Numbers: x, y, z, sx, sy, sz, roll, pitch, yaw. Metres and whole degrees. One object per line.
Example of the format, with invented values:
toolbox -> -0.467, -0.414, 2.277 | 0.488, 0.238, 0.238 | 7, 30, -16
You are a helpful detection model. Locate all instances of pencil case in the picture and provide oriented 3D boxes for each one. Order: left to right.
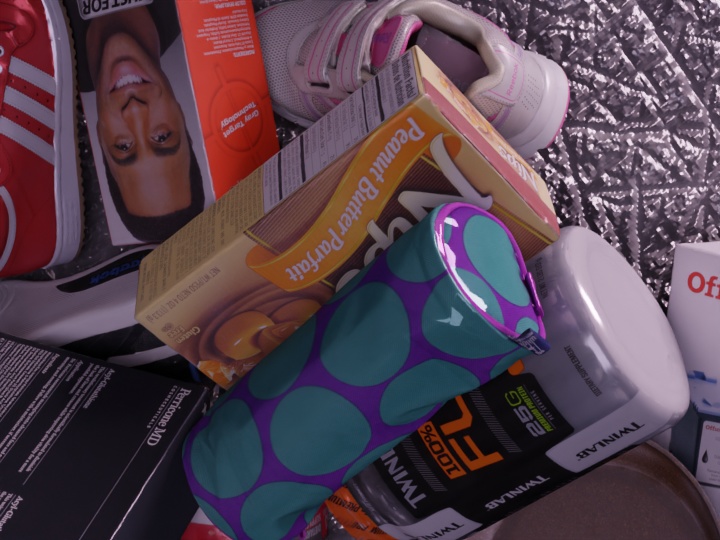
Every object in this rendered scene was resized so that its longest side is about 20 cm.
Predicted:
pencil case -> 0.002, 0.058, 0.677 | 0.092, 0.085, 0.200 | 33, 119, -33

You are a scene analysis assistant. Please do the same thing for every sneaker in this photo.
sneaker -> -0.223, -0.088, 0.765 | 0.071, 0.112, 0.201 | 10, 112, 43
sneaker -> -0.171, 0.060, 0.822 | 0.199, 0.073, 0.112 | -13, 128, 25
sneaker -> 0.014, -0.120, 0.749 | 0.199, 0.088, 0.082 | 10, 81, 22

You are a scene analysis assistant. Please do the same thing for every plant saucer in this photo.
plant saucer -> 0.129, 0.190, 0.780 | 0.032, 0.200, 0.201 | 24, 104, -45

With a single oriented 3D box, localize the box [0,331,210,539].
box -> -0.178, 0.135, 0.691 | 0.140, 0.200, 0.079 | 12, 131, 17

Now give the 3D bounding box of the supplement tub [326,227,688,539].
supplement tub -> 0.073, 0.074, 0.762 | 0.200, 0.123, 0.123 | -35, 97, 25

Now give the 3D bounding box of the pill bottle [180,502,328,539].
pill bottle -> -0.073, 0.216, 0.822 | 0.110, 0.111, 0.201 | 0, 100, 3

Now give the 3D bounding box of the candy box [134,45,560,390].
candy box -> -0.009, -0.011, 0.711 | 0.200, 0.055, 0.115 | -36, 122, 20

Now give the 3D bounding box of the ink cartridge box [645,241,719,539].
ink cartridge box -> 0.243, 0.093, 0.758 | 0.085, 0.146, 0.201 | -3, 103, -32

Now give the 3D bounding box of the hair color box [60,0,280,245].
hair color box -> -0.111, -0.119, 0.770 | 0.101, 0.061, 0.201 | -3, 102, 41
